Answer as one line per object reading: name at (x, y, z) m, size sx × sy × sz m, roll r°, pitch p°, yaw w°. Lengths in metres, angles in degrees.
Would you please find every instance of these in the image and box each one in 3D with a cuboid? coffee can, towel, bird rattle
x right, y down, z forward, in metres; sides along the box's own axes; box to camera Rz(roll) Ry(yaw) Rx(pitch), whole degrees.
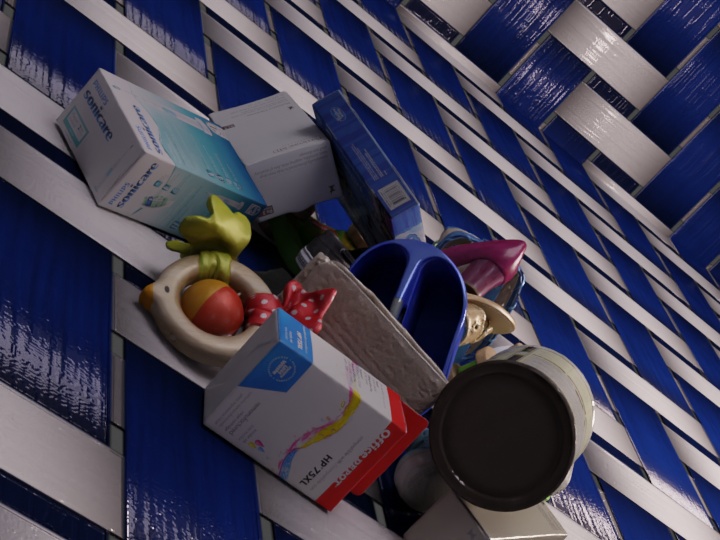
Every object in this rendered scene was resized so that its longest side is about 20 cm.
coffee can at (0.161, 0.157, 1.591) m, size 0.146 × 0.146 × 0.200 m, roll 46°, pitch 12°, yaw 9°
towel at (-0.016, 0.091, 1.614) m, size 0.200 × 0.132 × 0.034 m, roll 48°, pitch 11°, yaw 8°
bird rattle at (-0.131, 0.039, 1.548) m, size 0.200 × 0.113 × 0.163 m, roll 49°, pitch 49°, yaw 7°

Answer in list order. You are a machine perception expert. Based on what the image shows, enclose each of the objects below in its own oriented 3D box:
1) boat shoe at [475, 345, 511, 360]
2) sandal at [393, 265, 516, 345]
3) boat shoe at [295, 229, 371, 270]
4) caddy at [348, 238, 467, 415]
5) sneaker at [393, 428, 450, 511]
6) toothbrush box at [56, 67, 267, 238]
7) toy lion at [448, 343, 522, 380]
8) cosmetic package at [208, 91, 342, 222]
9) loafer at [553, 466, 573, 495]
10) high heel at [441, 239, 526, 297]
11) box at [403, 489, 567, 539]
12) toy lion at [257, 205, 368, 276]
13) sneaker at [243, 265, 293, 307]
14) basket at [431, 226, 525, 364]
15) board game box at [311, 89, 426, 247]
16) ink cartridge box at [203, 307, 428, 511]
boat shoe at (0.211, 0.151, 2.085) m, size 0.062 × 0.072 × 0.199 m, roll 51°, pitch 16°, yaw 29°
sandal at (0.102, 0.057, 1.808) m, size 0.211 × 0.077 × 0.070 m, roll 35°, pitch 55°, yaw -40°
boat shoe at (0.000, 0.000, 1.810) m, size 0.200 × 0.066 × 0.070 m, roll 31°, pitch 16°, yaw -51°
caddy at (0.038, 0.067, 1.673) m, size 0.140 × 0.202 × 0.105 m, roll 16°, pitch -13°, yaw 13°
sneaker at (0.070, 0.207, 1.661) m, size 0.082 × 0.074 × 0.200 m, roll 42°, pitch 7°, yaw 24°
toothbrush box at (-0.219, -0.119, 1.716) m, size 0.199 × 0.085 × 0.147 m, roll 23°, pitch 28°, yaw -50°
toy lion at (0.184, 0.192, 1.886) m, size 0.200 × 0.068 × 0.193 m, roll 0°, pitch 65°, yaw -66°
cosmetic package at (-0.107, -0.141, 1.887) m, size 0.200 × 0.112 × 0.082 m, roll -133°, pitch -153°, yaw -61°
loafer at (0.256, 0.231, 2.004) m, size 0.070 × 0.070 × 0.200 m, roll 55°, pitch 23°, yaw -19°
high heel at (0.124, -0.008, 1.923) m, size 0.199 × 0.096 × 0.068 m, roll 17°, pitch -39°, yaw 56°
box at (0.133, 0.276, 1.610) m, size 0.069 × 0.082 × 0.199 m, roll 53°, pitch 18°, yaw 26°
toy lion at (-0.025, 0.007, 1.922) m, size 0.199 × 0.069 × 0.193 m, roll 28°, pitch 31°, yaw -41°
sneaker at (-0.076, 0.036, 1.725) m, size 0.104 × 0.060 × 0.200 m, roll 47°, pitch 18°, yaw 11°
basket at (0.130, 0.040, 2.009) m, size 0.138 × 0.177 × 0.200 m, roll 26°, pitch 13°, yaw -17°
board game box at (0.018, -0.081, 1.849) m, size 0.201 × 0.043 × 0.200 m, roll 57°, pitch -9°, yaw 33°
ink cartridge box at (-0.038, 0.144, 1.468) m, size 0.199 × 0.116 × 0.067 m, roll 37°, pitch 18°, yaw -20°
